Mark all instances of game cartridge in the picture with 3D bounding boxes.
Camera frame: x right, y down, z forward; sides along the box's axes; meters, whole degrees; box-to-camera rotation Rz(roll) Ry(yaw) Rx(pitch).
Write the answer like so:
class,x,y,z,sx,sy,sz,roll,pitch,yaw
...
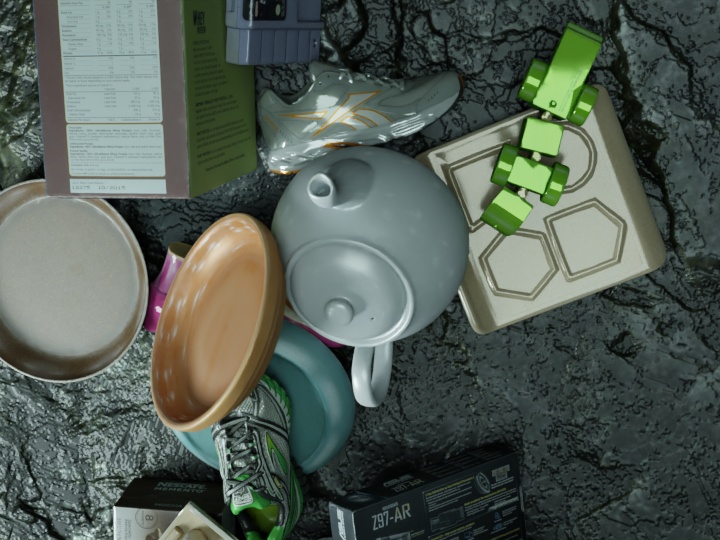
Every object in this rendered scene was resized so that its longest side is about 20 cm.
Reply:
class,x,y,z,sx,sy,sz,roll,pitch,yaw
game cartridge,-0.072,-0.286,1.225,0.038,0.130,0.201,9,103,23

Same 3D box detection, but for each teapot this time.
class,x,y,z,sx,sy,sz,roll,pitch,yaw
teapot,0.000,0.000,1.230,0.200,0.146,0.197,36,130,-13

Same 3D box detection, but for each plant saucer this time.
class,x,y,z,sx,sy,sz,roll,pitch,yaw
plant saucer,-0.105,0.131,1.332,0.199,0.027,0.201,5,120,8
plant saucer,-0.124,0.048,1.222,0.037,0.200,0.201,20,105,-31
plant saucer,-0.296,0.009,1.345,0.199,0.032,0.202,2,100,14

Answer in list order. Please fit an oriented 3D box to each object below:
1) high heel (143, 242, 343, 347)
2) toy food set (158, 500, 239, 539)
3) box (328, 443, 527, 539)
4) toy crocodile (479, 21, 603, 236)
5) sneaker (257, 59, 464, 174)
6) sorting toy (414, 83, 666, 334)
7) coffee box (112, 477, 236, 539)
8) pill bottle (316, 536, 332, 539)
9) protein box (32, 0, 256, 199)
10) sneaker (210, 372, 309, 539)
class,x,y,z,sx,sy,sz,roll,pitch,yaw
high heel,-0.114,0.052,1.335,0.199,0.067,0.096,21,116,-5
toy food set,-0.164,0.337,1.311,0.143,0.060,0.200,38,104,-3
box,0.071,0.271,1.309,0.199,0.043,0.161,-15,103,-32
toy crocodile,0.165,-0.126,1.245,0.067,0.062,0.201,20,94,-1
sneaker,-0.005,-0.159,1.270,0.199,0.076,0.092,-18,103,8
sorting toy,0.169,-0.057,1.300,0.199,0.036,0.186,-22,99,5
coffee box,-0.185,0.319,1.382,0.112,0.080,0.201,4,102,6
pill bottle,-0.020,0.375,1.362,0.113,0.114,0.201,7,102,4
protein box,-0.185,-0.177,1.216,0.134,0.199,0.201,1,102,12
sneaker,-0.099,0.177,1.292,0.078,0.085,0.201,-11,117,17
